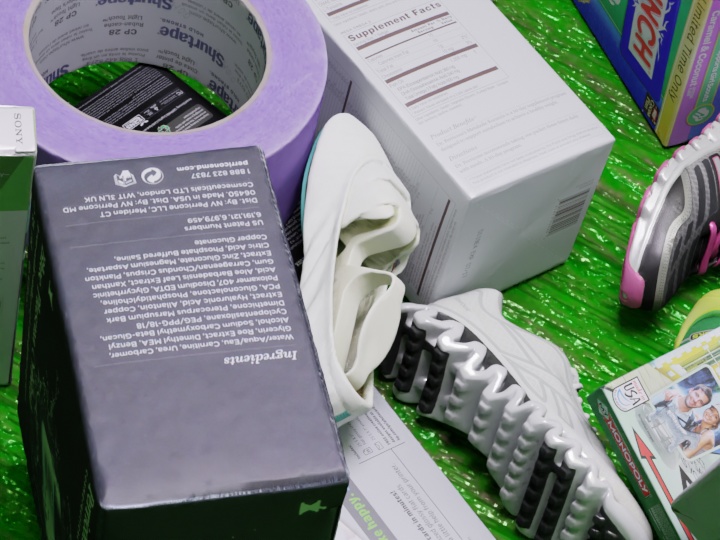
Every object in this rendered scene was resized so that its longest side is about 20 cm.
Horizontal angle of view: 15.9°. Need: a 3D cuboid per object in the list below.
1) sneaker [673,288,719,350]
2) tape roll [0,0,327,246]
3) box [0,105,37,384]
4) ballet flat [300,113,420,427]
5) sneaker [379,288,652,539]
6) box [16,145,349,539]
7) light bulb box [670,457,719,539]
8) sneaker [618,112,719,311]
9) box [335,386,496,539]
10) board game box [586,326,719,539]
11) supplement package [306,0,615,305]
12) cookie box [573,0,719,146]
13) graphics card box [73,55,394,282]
[{"bbox_3d":[0.257,0.094,1.443,0.199,0.074,0.084,36,79,12],"label":"sneaker"},{"bbox_3d":[-0.121,-0.097,1.429,0.198,0.085,0.201,7,49,-8],"label":"tape roll"},{"bbox_3d":[-0.243,-0.010,1.319,0.143,0.201,0.037,0,54,-13],"label":"box"},{"bbox_3d":[0.000,0.000,1.386,0.069,0.070,0.201,13,59,-2],"label":"ballet flat"},{"bbox_3d":[0.098,0.082,1.409,0.081,0.075,0.200,-21,58,-37],"label":"sneaker"},{"bbox_3d":[-0.091,0.081,1.229,0.116,0.197,0.201,-6,51,-15],"label":"box"},{"bbox_3d":[0.299,0.113,1.268,0.200,0.125,0.199,-38,83,-21],"label":"light bulb box"},{"bbox_3d":[0.225,-0.035,1.525,0.087,0.074,0.200,29,46,20],"label":"sneaker"},{"bbox_3d":[-0.034,0.159,1.333,0.199,0.041,0.156,-24,59,-27],"label":"box"},{"bbox_3d":[0.224,0.125,1.369,0.134,0.029,0.201,-25,81,-19],"label":"board game box"},{"bbox_3d":[0.035,-0.091,1.503,0.109,0.114,0.200,-22,60,-30],"label":"supplement package"},{"bbox_3d":[0.191,-0.209,1.598,0.075,0.172,0.201,-15,55,-20],"label":"cookie box"},{"bbox_3d":[-0.094,-0.024,1.462,0.200,0.051,0.125,39,54,17],"label":"graphics card box"}]
